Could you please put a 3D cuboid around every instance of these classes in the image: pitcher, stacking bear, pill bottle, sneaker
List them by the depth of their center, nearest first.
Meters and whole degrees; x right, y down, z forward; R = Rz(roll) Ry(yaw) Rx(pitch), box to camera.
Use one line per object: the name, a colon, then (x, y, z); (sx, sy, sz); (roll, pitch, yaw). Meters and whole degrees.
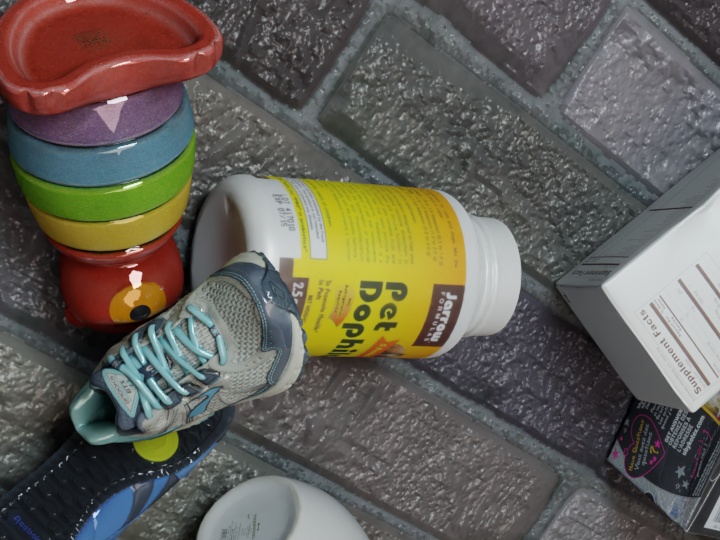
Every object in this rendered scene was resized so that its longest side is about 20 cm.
stacking bear: (-0.143, -0.050, 0.893); (0.120, 0.114, 0.202); (-17, 130, -21)
sneaker: (-0.102, 0.058, 0.894); (0.086, 0.200, 0.078); (-23, 79, -39)
pill bottle: (0.000, 0.000, 0.991); (0.198, 0.109, 0.111); (2, 111, -29)
sneaker: (-0.165, 0.138, 0.998); (0.200, 0.066, 0.079); (-39, 167, -27)
pitcher: (-0.032, 0.251, 1.055); (0.120, 0.173, 0.201); (-20, 127, 14)

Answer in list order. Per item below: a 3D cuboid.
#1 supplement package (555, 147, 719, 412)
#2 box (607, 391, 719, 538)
supplement package: (0.256, -0.008, 1.106); (0.199, 0.114, 0.110); (-39, 96, -7)
box: (0.315, 0.136, 1.222); (0.198, 0.115, 0.133); (16, 105, -32)
